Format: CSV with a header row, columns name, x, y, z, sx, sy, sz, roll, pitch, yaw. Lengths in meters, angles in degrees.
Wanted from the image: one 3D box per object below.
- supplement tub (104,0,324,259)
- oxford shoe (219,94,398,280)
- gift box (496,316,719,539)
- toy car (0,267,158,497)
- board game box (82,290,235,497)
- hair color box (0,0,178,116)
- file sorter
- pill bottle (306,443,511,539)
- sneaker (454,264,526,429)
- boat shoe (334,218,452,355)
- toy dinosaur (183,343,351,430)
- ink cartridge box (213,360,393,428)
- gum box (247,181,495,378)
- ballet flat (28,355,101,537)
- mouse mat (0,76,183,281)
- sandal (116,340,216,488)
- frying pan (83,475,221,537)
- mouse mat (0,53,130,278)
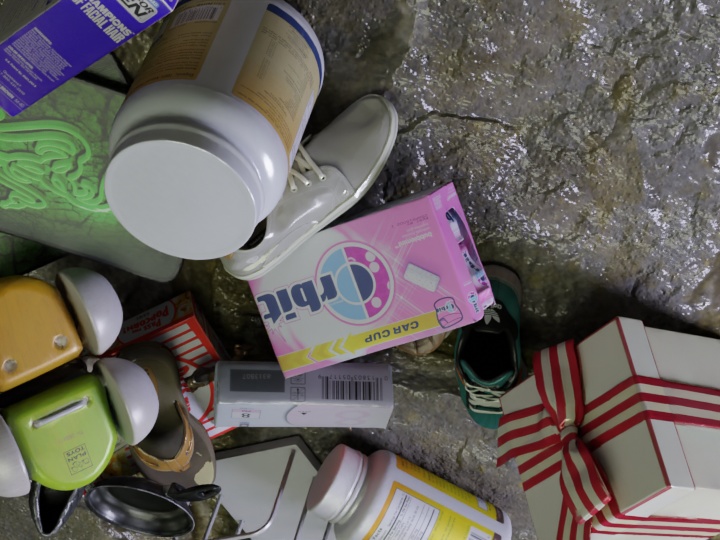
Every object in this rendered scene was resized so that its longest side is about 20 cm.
name,x,y,z,sx,sy,sz,roll,pitch,yaw
supplement tub,-0.117,-0.120,1.317,0.144,0.200,0.145,9,135,9
oxford shoe,-0.048,-0.073,1.381,0.200,0.075,0.058,-43,141,5
gift box,0.234,0.168,1.469,0.186,0.185,0.200,12,139,-38
toy car,-0.294,0.100,1.488,0.150,0.175,0.200,-4,109,65
board game box,-0.224,0.125,1.647,0.200,0.046,0.152,-26,126,4
hair color box,-0.221,-0.215,1.320,0.200,0.109,0.065,-27,121,36
file sorter,-0.090,0.300,1.777,0.138,0.125,0.200,-14,129,28
pill bottle,0.049,0.258,1.705,0.200,0.109,0.109,29,135,-12
sneaker,0.117,0.091,1.539,0.071,0.080,0.200,4,135,11
boat shoe,0.000,0.000,1.492,0.200,0.065,0.072,35,114,8
toy dinosaur,-0.076,0.097,1.627,0.200,0.061,0.106,11,141,-27
ink cartridge box,-0.059,0.138,1.564,0.162,0.057,0.200,1,154,-6
gum box,0.011,0.007,1.416,0.200,0.066,0.114,-18,97,25
ballet flat,-0.277,0.171,1.599,0.066,0.057,0.200,10,117,-16
mouse mat,-0.236,-0.086,1.447,0.199,0.008,0.161,18,111,-5
sandal,-0.193,0.156,1.612,0.080,0.054,0.200,-15,128,-3
frying pan,-0.210,0.221,1.629,0.115,0.031,0.190,19,147,-10
mouse mat,-0.275,-0.091,1.461,0.200,0.008,0.161,-23,109,9
